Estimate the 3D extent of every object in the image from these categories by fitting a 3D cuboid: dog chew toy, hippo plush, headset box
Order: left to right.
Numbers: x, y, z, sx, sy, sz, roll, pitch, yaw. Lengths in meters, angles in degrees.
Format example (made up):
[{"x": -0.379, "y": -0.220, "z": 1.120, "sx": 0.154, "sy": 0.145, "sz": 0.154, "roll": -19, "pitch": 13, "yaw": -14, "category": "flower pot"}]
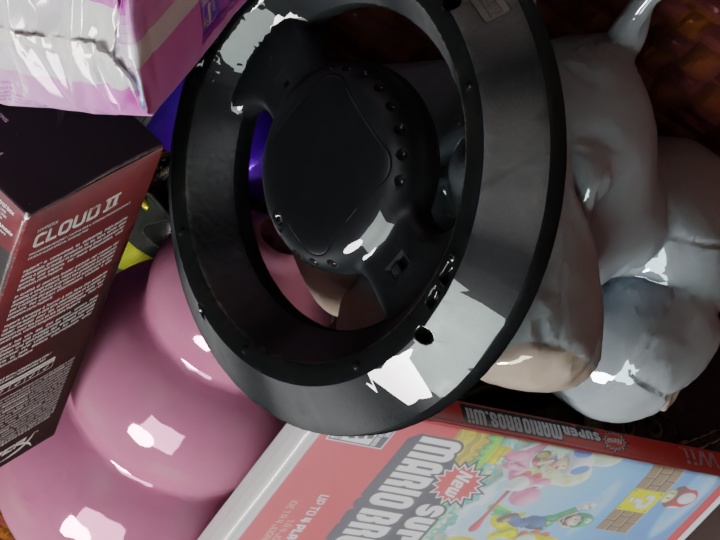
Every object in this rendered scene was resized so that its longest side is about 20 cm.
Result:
[{"x": -0.169, "y": -0.029, "z": 0.977, "sx": 0.149, "sy": 0.075, "sz": 0.200, "roll": 43, "pitch": 136, "yaw": 16, "category": "headset box"}, {"x": -0.078, "y": 0.051, "z": 1.079, "sx": 0.124, "sy": 0.125, "sz": 0.200, "roll": 29, "pitch": 126, "yaw": -7, "category": "dog chew toy"}, {"x": 0.077, "y": -0.024, "z": 1.017, "sx": 0.159, "sy": 0.200, "sz": 0.161, "roll": 16, "pitch": 174, "yaw": 38, "category": "hippo plush"}]

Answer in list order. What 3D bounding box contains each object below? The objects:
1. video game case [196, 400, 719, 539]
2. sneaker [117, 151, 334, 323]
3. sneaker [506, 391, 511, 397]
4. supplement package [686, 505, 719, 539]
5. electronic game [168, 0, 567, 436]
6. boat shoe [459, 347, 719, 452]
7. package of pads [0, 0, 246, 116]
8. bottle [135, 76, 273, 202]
[{"x": 0.040, "y": 0.108, "z": 1.064, "sx": 0.200, "sy": 0.017, "sz": 0.143, "roll": 12, "pitch": 135, "yaw": -28, "category": "video game case"}, {"x": -0.095, "y": -0.023, "z": 1.184, "sx": 0.200, "sy": 0.075, "sz": 0.085, "roll": -1, "pitch": 134, "yaw": 20, "category": "sneaker"}, {"x": 0.051, "y": 0.058, "z": 1.202, "sx": 0.080, "sy": 0.076, "sz": 0.200, "roll": 25, "pitch": 143, "yaw": 19, "category": "sneaker"}, {"x": 0.141, "y": 0.181, "z": 1.261, "sx": 0.117, "sy": 0.117, "sz": 0.200, "roll": 16, "pitch": 146, "yaw": 14, "category": "supplement package"}, {"x": -0.002, "y": -0.038, "z": 0.941, "sx": 0.200, "sy": 0.200, "sz": 0.042, "roll": -13, "pitch": 168, "yaw": 44, "category": "electronic game"}, {"x": 0.101, "y": 0.068, "z": 1.095, "sx": 0.200, "sy": 0.073, "sz": 0.065, "roll": -19, "pitch": 149, "yaw": -8, "category": "boat shoe"}, {"x": -0.088, "y": -0.134, "z": 0.891, "sx": 0.120, "sy": 0.200, "sz": 0.076, "roll": 11, "pitch": 130, "yaw": 20, "category": "package of pads"}, {"x": -0.075, "y": -0.088, "z": 1.050, "sx": 0.200, "sy": 0.065, "sz": 0.084, "roll": 37, "pitch": 165, "yaw": -4, "category": "bottle"}]
